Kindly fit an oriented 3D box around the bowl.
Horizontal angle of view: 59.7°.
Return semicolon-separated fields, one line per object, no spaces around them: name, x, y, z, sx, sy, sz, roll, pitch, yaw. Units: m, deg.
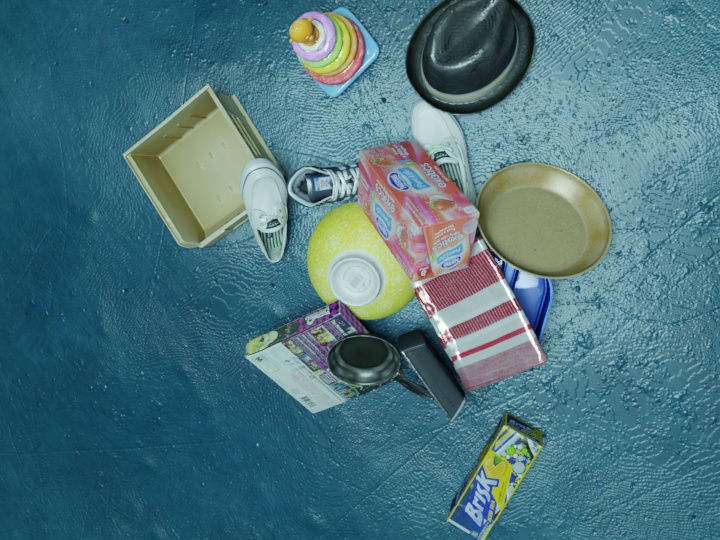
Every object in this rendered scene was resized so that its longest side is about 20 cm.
bowl;0.000;0.000;0.994;0.200;0.108;0.201;4;111;11

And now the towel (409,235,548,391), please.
towel;0.167;0.068;0.920;0.144;0.023;0.200;-32;82;37

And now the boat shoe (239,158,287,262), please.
boat shoe;-0.143;-0.091;1.008;0.073;0.200;0.067;-18;57;-9

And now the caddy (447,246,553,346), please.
caddy;0.214;0.059;0.962;0.141;0.105;0.201;15;102;14

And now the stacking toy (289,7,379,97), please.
stacking toy;-0.062;-0.340;0.930;0.116;0.200;0.110;-41;86;18

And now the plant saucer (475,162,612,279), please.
plant saucer;0.264;-0.069;0.920;0.200;0.035;0.201;2;62;-3

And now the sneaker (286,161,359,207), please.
sneaker;-0.021;-0.143;0.997;0.199;0.108;0.070;-8;97;17

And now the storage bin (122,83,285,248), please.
storage bin;-0.258;-0.169;1.069;0.200;0.094;0.199;-32;88;18

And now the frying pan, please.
frying pan;0.042;0.143;0.978;0.189;0.031;0.115;10;130;-6

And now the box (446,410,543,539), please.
box;0.218;0.338;1.026;0.070;0.064;0.200;29;104;10

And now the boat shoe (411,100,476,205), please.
boat shoe;0.132;-0.171;0.963;0.073;0.067;0.200;-25;91;18

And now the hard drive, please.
hard drive;0.109;0.151;0.963;0.042;0.200;0.135;-35;88;3

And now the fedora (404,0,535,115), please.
fedora;0.158;-0.329;0.905;0.200;0.092;0.201;-1;87;9

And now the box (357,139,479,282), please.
box;0.075;-0.090;0.904;0.094;0.200;0.103;-15;136;-18

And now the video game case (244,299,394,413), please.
video game case;-0.058;0.149;1.031;0.181;0.036;0.200;-26;131;19
